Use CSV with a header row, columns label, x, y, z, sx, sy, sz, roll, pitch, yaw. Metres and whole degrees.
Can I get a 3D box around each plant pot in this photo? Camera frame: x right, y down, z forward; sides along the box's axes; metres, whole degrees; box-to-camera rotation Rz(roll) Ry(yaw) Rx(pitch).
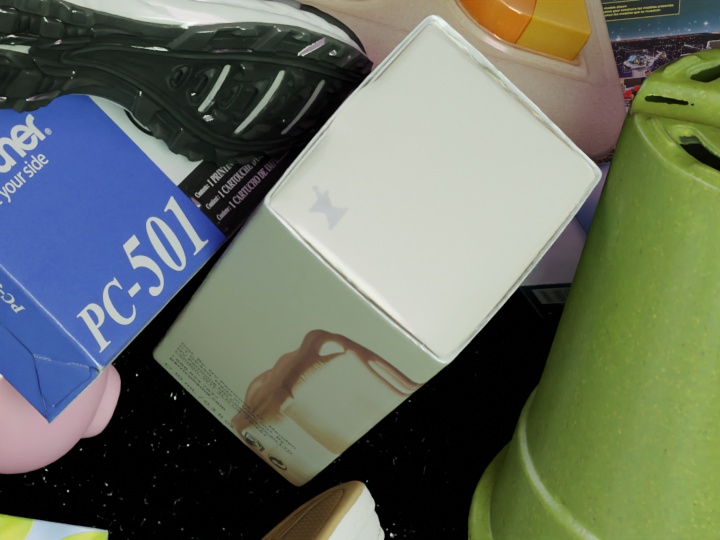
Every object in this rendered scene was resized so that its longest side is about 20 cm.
label,x,y,z,sx,sy,sz,roll,pitch,yaw
plant pot,0.145,0.027,0.856,0.199,0.191,0.200,3,32,-2

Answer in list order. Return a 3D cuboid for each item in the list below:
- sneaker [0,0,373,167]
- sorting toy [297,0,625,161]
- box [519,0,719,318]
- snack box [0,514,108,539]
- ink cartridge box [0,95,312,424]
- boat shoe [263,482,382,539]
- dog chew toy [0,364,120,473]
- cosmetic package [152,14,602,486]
label,x,y,z,sx,sy,sz,roll,pitch,yaw
sneaker,-0.081,-0.094,0.849,0.199,0.074,0.080,12,44,-33
sorting toy,0.020,-0.148,0.984,0.184,0.037,0.201,14,49,-22
box,0.169,-0.054,0.985,0.199,0.038,0.137,-3,64,22
snack box,-0.202,0.164,0.857,0.199,0.068,0.170,12,72,-16
ink cartridge box,-0.087,-0.039,0.888,0.094,0.044,0.200,45,42,-4
boat shoe,-0.034,0.167,0.880,0.069,0.071,0.200,43,51,-14
dog chew toy,-0.184,0.017,0.881,0.199,0.124,0.125,23,69,-20
cosmetic package,0.000,0.000,0.895,0.087,0.200,0.103,42,68,0
